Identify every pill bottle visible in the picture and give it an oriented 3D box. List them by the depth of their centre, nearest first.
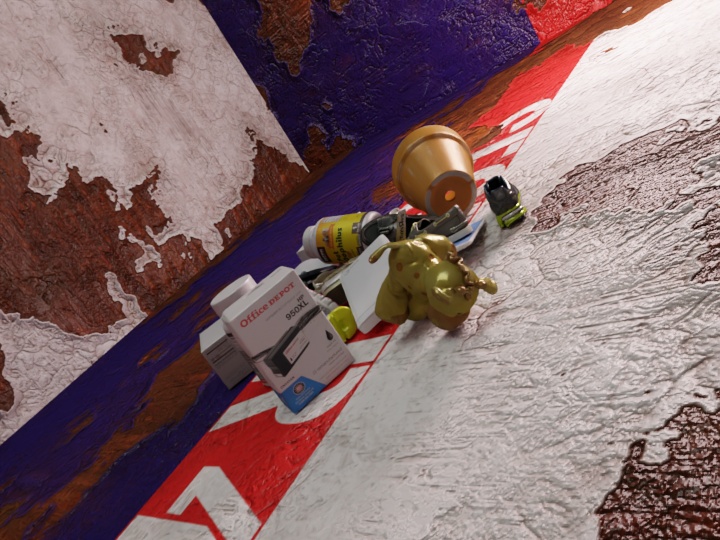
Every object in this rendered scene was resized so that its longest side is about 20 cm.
[{"bbox_3d":[-0.203,0.118,1.175,0.112,0.202,0.114,-30,16,10],"label":"pill bottle"},{"bbox_3d":[-0.038,-0.073,1.378,0.196,0.111,0.110,-4,31,34],"label":"pill bottle"}]

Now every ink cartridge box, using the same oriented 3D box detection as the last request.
[{"bbox_3d":[-0.126,0.117,1.024,0.144,0.202,0.084,-39,16,-16],"label":"ink cartridge box"}]

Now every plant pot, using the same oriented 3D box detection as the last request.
[{"bbox_3d":[0.185,-0.209,1.372,0.198,0.201,0.185,-31,32,10],"label":"plant pot"}]

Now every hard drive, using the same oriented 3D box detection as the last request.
[{"bbox_3d":[0.027,0.020,1.144,0.132,0.027,0.201,-44,27,10],"label":"hard drive"}]

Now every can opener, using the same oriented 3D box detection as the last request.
[{"bbox_3d":[-0.118,0.025,1.429,0.077,0.065,0.198,14,27,38],"label":"can opener"}]

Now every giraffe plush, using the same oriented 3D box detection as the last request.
[{"bbox_3d":[0.122,0.021,0.920,0.171,0.203,0.161,-36,45,-21],"label":"giraffe plush"}]

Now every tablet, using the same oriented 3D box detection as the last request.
[{"bbox_3d":[0.177,-0.052,1.157,0.128,0.014,0.200,-25,7,25],"label":"tablet"}]

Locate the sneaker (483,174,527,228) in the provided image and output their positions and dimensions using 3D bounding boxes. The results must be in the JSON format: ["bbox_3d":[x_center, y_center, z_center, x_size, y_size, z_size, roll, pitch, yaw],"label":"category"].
[{"bbox_3d":[0.284,-0.158,1.185,0.073,0.082,0.201,-30,17,13],"label":"sneaker"}]

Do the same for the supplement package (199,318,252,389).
[{"bbox_3d":[-0.260,0.149,1.366,0.198,0.112,0.156,-36,17,-8],"label":"supplement package"}]

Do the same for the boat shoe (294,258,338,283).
[{"bbox_3d":[-0.092,-0.007,1.542,0.198,0.066,0.072,-36,52,-10],"label":"boat shoe"}]

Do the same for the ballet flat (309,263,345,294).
[{"bbox_3d":[-0.087,0.051,1.358,0.074,0.069,0.200,27,51,25],"label":"ballet flat"}]

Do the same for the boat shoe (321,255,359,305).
[{"bbox_3d":[0.000,0.000,1.286,0.197,0.076,0.069,-28,38,1],"label":"boat shoe"}]

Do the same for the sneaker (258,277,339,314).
[{"bbox_3d":[-0.138,0.082,1.240,0.074,0.196,0.088,99,-164,-55],"label":"sneaker"}]

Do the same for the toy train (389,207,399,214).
[{"bbox_3d":[0.016,-0.085,1.456,0.197,0.056,0.153,-28,50,16],"label":"toy train"}]

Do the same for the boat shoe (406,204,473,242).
[{"bbox_3d":[0.138,-0.076,1.171,0.071,0.061,0.200,-31,7,-35],"label":"boat shoe"}]

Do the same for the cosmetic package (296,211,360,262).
[{"bbox_3d":[-0.072,-0.075,1.665,0.197,0.086,0.108,-24,18,36],"label":"cosmetic package"}]

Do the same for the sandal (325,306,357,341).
[{"bbox_3d":[-0.097,0.144,1.132,0.198,0.081,0.087,-33,11,-22],"label":"sandal"}]

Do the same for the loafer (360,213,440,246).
[{"bbox_3d":[0.097,-0.093,1.268,0.195,0.074,0.063,-8,-4,-11],"label":"loafer"}]
